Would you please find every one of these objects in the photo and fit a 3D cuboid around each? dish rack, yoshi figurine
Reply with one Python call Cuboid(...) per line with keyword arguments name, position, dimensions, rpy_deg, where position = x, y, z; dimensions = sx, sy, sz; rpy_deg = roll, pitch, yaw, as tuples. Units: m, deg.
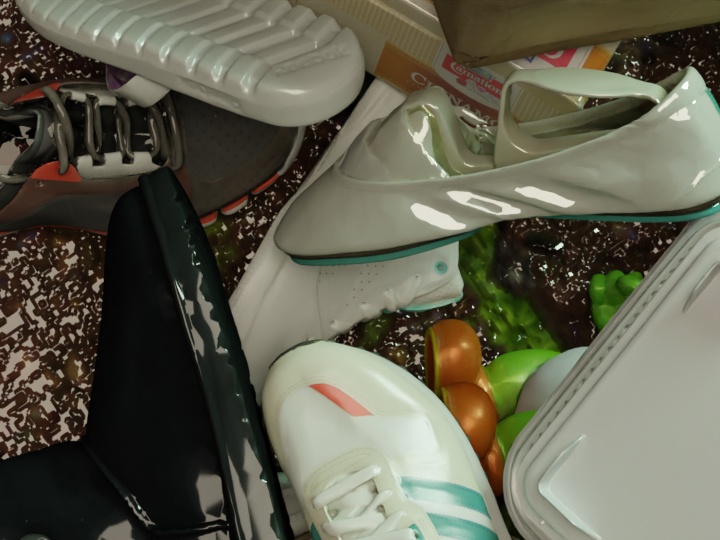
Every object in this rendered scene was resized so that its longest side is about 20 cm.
Cuboid(name="dish rack", position=(0.160, 0.087, 0.823), dimensions=(0.200, 0.043, 0.172), rpy_deg=(43, 102, 20))
Cuboid(name="yoshi figurine", position=(0.130, 0.047, 0.936), dimensions=(0.198, 0.112, 0.114), rpy_deg=(1, 76, -4))

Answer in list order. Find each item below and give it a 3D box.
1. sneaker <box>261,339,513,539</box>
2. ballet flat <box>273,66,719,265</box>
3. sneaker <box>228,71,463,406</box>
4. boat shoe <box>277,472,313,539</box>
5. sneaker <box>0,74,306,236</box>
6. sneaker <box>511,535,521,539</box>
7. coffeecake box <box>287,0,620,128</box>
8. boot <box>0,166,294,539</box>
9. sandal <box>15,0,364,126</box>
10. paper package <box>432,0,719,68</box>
Cuboid(name="sneaker", position=(0.021, 0.117, 0.852), dimensions=(0.070, 0.093, 0.201), rpy_deg=(-31, 87, 14))
Cuboid(name="ballet flat", position=(0.053, -0.048, 0.871), dimensions=(0.198, 0.069, 0.070), rpy_deg=(-7, 82, 20))
Cuboid(name="sneaker", position=(0.000, 0.000, 0.956), dimensions=(0.088, 0.075, 0.201), rpy_deg=(34, 81, -2))
Cuboid(name="boat shoe", position=(-0.087, 0.107, 0.937), dimensions=(0.198, 0.075, 0.069), rpy_deg=(-17, 89, -2))
Cuboid(name="sneaker", position=(-0.120, -0.052, 0.952), dimensions=(0.198, 0.082, 0.078), rpy_deg=(-13, 83, -3))
Cuboid(name="sneaker", position=(0.044, 0.212, 0.922), dimensions=(0.074, 0.085, 0.202), rpy_deg=(13, 82, 0))
Cuboid(name="coffeecake box", position=(0.066, -0.170, 0.951), dimensions=(0.153, 0.073, 0.201), rpy_deg=(31, 66, 2))
Cuboid(name="boot", position=(-0.123, 0.075, 0.874), dimensions=(0.167, 0.076, 0.202), rpy_deg=(-16, 88, 1))
Cuboid(name="sandal", position=(-0.080, -0.095, 0.921), dimensions=(0.082, 0.050, 0.202), rpy_deg=(-31, 42, -29))
Cuboid(name="paper package", position=(0.100, -0.200, 0.870), dimensions=(0.189, 0.104, 0.202), rpy_deg=(-12, 70, -12))
